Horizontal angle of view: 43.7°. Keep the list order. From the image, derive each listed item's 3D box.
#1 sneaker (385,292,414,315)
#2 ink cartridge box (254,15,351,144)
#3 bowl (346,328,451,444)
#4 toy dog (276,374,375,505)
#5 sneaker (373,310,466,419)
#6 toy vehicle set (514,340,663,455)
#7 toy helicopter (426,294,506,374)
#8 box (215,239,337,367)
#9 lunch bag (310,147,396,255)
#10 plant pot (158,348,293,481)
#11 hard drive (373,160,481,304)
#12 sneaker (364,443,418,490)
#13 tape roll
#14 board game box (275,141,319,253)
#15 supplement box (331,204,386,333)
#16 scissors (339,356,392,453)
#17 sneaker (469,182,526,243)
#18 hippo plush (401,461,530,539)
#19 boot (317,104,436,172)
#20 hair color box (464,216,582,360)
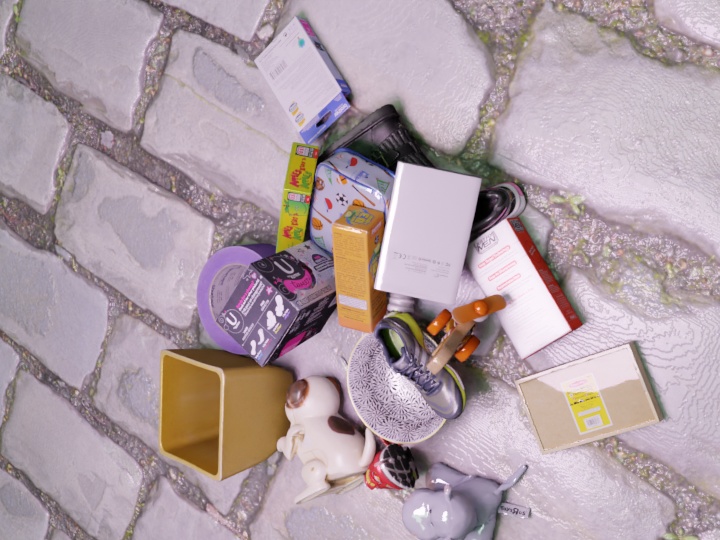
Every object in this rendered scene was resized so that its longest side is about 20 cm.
[{"bbox_3d":[0.011,0.019,1.566,0.198,0.075,0.083,14,86,24],"label":"sneaker"},{"bbox_3d":[-0.097,-0.335,1.602,0.119,0.042,0.201,-39,73,28],"label":"ink cartridge box"},{"bbox_3d":[0.085,0.182,1.512,0.199,0.094,0.204,4,97,31],"label":"bowl"},{"bbox_3d":[-0.071,0.284,1.585,0.194,0.138,0.202,-48,59,44],"label":"toy dog"},{"bbox_3d":[0.086,0.154,1.408,0.200,0.081,0.074,50,116,17],"label":"sneaker"},{"bbox_3d":[0.351,0.200,1.393,0.199,0.026,0.126,-23,83,30],"label":"toy vehicle set"},{"bbox_3d":[0.150,0.097,1.355,0.079,0.200,0.132,43,119,2],"label":"toy helicopter"},{"bbox_3d":[-0.120,0.046,1.470,0.114,0.200,0.133,40,117,11],"label":"box"},{"bbox_3d":[-0.002,-0.091,1.480,0.159,0.076,0.201,27,139,20],"label":"lunch bag"},{"bbox_3d":[-0.231,0.245,1.636,0.194,0.199,0.197,10,100,45],"label":"plant pot"},{"bbox_3d":[0.103,-0.057,1.390,0.130,0.026,0.202,11,102,2],"label":"hard drive"},{"bbox_3d":[0.045,0.339,1.487,0.084,0.200,0.078,-23,72,6],"label":"sneaker"},{"bbox_3d":[-0.206,0.052,1.680,0.198,0.085,0.203,3,96,30],"label":"tape roll"},{"bbox_3d":[-0.110,-0.113,1.538,0.047,0.103,0.201,10,146,-3],"label":"board game box"},{"bbox_3d":[0.000,0.000,1.441,0.068,0.067,0.202,12,128,24],"label":"supplement box"},{"bbox_3d":[0.006,0.251,1.612,0.200,0.014,0.073,48,118,16],"label":"scissors"},{"bbox_3d":[0.162,-0.084,1.444,0.199,0.086,0.081,-35,76,29],"label":"sneaker"},{"bbox_3d":[0.155,0.408,1.453,0.198,0.160,0.162,-3,93,31],"label":"hippo plush"},{"bbox_3d":[0.019,-0.161,1.527,0.210,0.079,0.159,-36,79,31],"label":"boot"},{"bbox_3d":[0.252,0.027,1.416,0.101,0.061,0.201,-34,78,29],"label":"hair color box"}]
